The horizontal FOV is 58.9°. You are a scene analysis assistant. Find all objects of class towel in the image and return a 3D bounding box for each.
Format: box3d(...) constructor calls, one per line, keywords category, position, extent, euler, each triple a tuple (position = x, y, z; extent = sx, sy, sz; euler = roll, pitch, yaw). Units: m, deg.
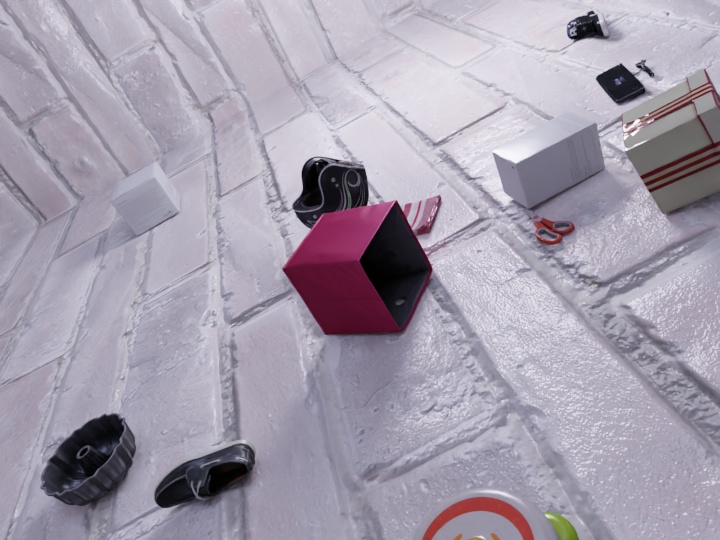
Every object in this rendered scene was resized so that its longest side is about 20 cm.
box3d(category="towel", position=(0.098, -0.128, 1.606), extent=(0.199, 0.023, 0.144), euler=(-11, 34, 29))

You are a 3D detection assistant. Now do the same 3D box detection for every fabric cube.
box3d(category="fabric cube", position=(0.000, 0.000, 1.326), extent=(0.198, 0.201, 0.197), euler=(-7, 37, 36))

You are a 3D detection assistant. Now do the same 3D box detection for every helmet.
box3d(category="helmet", position=(-0.077, -0.194, 1.688), extent=(0.199, 0.192, 0.200), euler=(9, 15, -2))

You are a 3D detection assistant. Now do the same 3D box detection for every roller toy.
box3d(category="roller toy", position=(0.149, 0.354, 0.726), extent=(0.181, 0.140, 0.201), euler=(-13, 35, 27))

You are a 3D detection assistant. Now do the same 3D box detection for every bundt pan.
box3d(category="bundt pan", position=(-0.549, 0.397, 1.317), extent=(0.201, 0.076, 0.202), euler=(-22, 30, 14))

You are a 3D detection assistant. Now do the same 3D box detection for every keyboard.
box3d(category="keyboard", position=(0.693, -0.494, 1.651), extent=(0.127, 0.021, 0.201), euler=(-25, 31, 19))

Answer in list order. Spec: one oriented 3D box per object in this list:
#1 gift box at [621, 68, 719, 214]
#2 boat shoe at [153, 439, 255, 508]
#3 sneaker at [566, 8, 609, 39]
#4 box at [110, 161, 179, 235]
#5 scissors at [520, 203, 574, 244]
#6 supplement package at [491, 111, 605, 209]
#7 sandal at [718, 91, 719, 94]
box3d(category="gift box", position=(0.614, -0.233, 1.177), extent=(0.186, 0.200, 0.185), euler=(-27, 30, 35))
box3d(category="boat shoe", position=(-0.280, 0.371, 1.133), extent=(0.199, 0.072, 0.068), euler=(-26, 26, 3))
box3d(category="sneaker", position=(0.701, -0.748, 1.982), extent=(0.111, 0.073, 0.200), euler=(-20, 23, 21))
box3d(category="box", position=(-0.827, -0.280, 2.468), extent=(0.199, 0.172, 0.199), euler=(-29, 30, -1))
box3d(category="scissors", position=(0.369, -0.103, 1.347), extent=(0.073, 0.014, 0.200), euler=(-34, 31, -7))
box3d(category="supplement package", position=(0.415, -0.246, 1.412), extent=(0.199, 0.117, 0.117), euler=(-27, 31, -4))
box3d(category="sandal", position=(0.750, -0.350, 1.347), extent=(0.079, 0.059, 0.206), euler=(-38, 31, -14))
